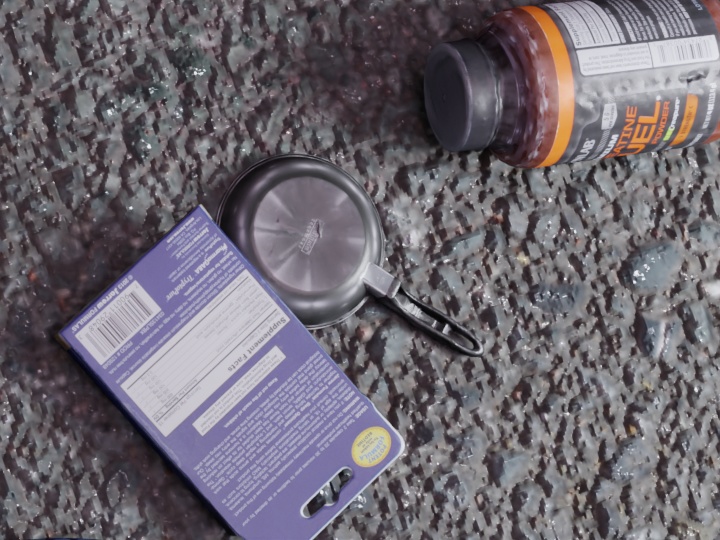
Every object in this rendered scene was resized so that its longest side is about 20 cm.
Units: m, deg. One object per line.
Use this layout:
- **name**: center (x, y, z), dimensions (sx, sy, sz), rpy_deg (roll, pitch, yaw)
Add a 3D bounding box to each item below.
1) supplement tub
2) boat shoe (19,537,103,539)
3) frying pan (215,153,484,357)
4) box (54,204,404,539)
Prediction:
- **supplement tub**: center (0.144, -0.124, 1.653), dimensions (0.198, 0.107, 0.108), rpy_deg (-9, 82, -22)
- **boat shoe**: center (-0.217, 0.195, 1.471), dimensions (0.198, 0.072, 0.073), rpy_deg (-2, 84, -11)
- **frying pan**: center (-0.013, 0.009, 1.609), dimensions (0.115, 0.031, 0.190), rpy_deg (-39, 91, -22)
- **box**: center (-0.079, 0.075, 1.556), dimensions (0.121, 0.032, 0.200), rpy_deg (-42, 94, -14)
